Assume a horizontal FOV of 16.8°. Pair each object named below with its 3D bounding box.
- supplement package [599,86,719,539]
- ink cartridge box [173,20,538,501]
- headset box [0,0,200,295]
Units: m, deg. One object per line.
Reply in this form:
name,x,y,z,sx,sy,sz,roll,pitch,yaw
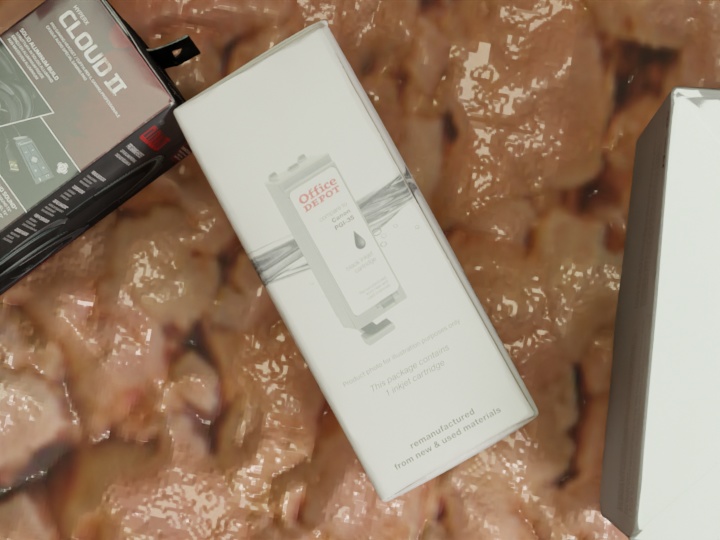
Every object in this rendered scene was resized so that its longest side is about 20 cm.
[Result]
supplement package,0.192,0.029,1.095,0.146,0.200,0.193,6,87,3
ink cartridge box,0.000,0.000,1.133,0.082,0.147,0.201,-29,85,1
headset box,-0.161,-0.052,1.143,0.199,0.149,0.077,-36,86,0
